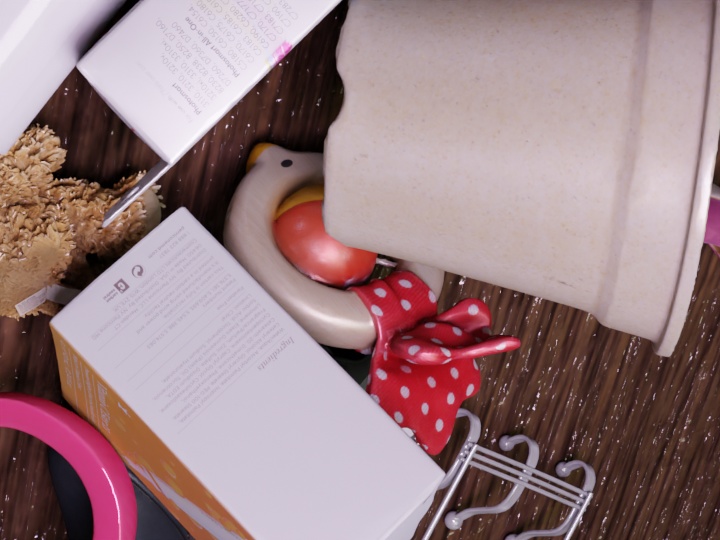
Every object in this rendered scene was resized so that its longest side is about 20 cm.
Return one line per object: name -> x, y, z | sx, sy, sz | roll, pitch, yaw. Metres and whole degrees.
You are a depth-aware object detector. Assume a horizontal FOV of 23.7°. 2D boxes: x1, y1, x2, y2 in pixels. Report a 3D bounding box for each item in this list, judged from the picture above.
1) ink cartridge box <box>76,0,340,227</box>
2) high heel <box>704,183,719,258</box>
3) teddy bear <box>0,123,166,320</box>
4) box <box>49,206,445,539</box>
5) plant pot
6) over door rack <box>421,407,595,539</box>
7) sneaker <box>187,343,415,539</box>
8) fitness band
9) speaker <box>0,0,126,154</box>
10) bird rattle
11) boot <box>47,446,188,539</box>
ink cartridge box -> -0.077, -0.116, 0.851 | 0.200, 0.115, 0.068 | -45, 99, -3
high heel -> 0.208, -0.022, 1.149 | 0.199, 0.067, 0.096 | 33, 95, -39
teddy bear -> -0.195, -0.011, 0.916 | 0.198, 0.067, 0.146 | -16, 138, -29
box -> -0.063, 0.087, 0.919 | 0.097, 0.200, 0.125 | -41, 168, -20
plant pot -> 0.079, -0.070, 0.866 | 0.181, 0.201, 0.203 | 8, 120, 4
over door rack -> 0.073, 0.208, 1.200 | 0.147, 0.066, 0.202 | 25, 82, -40
sneaker -> -0.043, 0.093, 1.039 | 0.200, 0.075, 0.089 | -35, 119, -49
fitness band -> -0.212, 0.160, 0.964 | 0.143, 0.037, 0.201 | 39, 103, 2
speaker -> -0.145, -0.156, 0.837 | 0.200, 0.081, 0.081 | -50, 131, 6
bird rattle -> 0.000, 0.000, 0.966 | 0.161, 0.202, 0.113 | 14, 145, -11
boot -> -0.164, 0.204, 1.022 | 0.169, 0.076, 0.201 | -54, 141, -22
